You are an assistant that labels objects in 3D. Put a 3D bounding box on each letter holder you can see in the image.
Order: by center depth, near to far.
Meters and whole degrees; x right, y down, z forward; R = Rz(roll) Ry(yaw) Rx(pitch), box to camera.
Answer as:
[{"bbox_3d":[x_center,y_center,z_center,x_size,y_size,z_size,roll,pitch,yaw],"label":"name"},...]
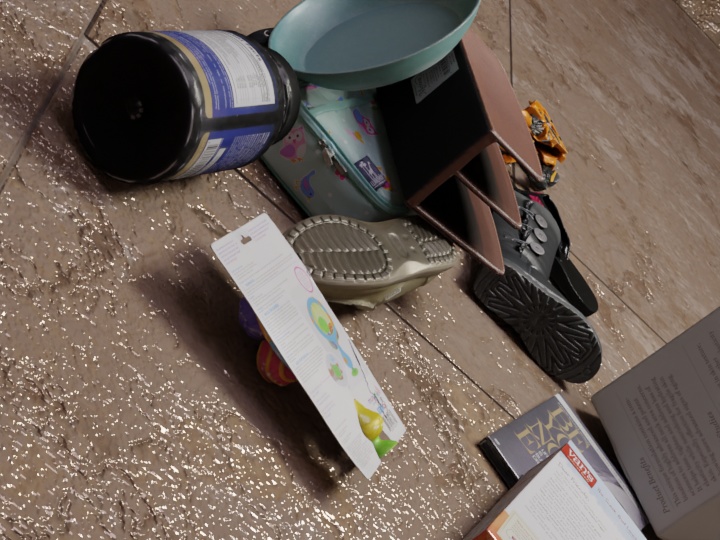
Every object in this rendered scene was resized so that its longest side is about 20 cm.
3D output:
[{"bbox_3d":[0.105,-0.112,1.445,0.142,0.100,0.201,38,25,-32],"label":"letter holder"}]

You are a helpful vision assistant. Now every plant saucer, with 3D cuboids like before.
[{"bbox_3d":[0.016,-0.212,1.430,0.201,0.197,0.036,-89,164,-56],"label":"plant saucer"}]

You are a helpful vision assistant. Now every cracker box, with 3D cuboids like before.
[{"bbox_3d":[0.157,0.233,1.269,0.134,0.058,0.200,52,30,5],"label":"cracker box"}]

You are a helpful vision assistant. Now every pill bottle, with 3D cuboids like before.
[{"bbox_3d":[-0.126,-0.130,1.249,0.112,0.112,0.200,53,24,8],"label":"pill bottle"}]

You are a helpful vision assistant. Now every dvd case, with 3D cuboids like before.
[{"bbox_3d":[0.190,0.192,1.449,0.149,0.016,0.200,54,24,10],"label":"dvd case"}]

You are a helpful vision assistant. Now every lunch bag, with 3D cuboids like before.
[{"bbox_3d":[-0.005,-0.105,1.463,0.161,0.077,0.200,53,24,6],"label":"lunch bag"}]

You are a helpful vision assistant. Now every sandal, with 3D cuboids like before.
[{"bbox_3d":[0.210,-0.042,1.780,0.201,0.045,0.075,54,25,8],"label":"sandal"}]

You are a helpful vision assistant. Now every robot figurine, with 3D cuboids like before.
[{"bbox_3d":[0.172,-0.172,1.883,0.199,0.058,0.146,21,38,-47],"label":"robot figurine"}]

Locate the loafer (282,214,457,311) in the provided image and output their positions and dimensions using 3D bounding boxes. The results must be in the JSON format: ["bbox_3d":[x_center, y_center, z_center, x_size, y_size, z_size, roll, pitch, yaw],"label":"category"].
[{"bbox_3d":[0.000,0.000,1.339,0.198,0.068,0.076,-3,53,-45],"label":"loafer"}]

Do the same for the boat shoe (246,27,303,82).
[{"bbox_3d":[-0.050,-0.208,1.539,0.063,0.074,0.199,59,30,6],"label":"boat shoe"}]

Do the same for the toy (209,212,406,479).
[{"bbox_3d":[-0.047,0.062,1.192,0.201,0.047,0.115,54,21,-1],"label":"toy"}]

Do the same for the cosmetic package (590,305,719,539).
[{"bbox_3d":[0.367,0.157,1.563,0.166,0.199,0.169,30,30,-48],"label":"cosmetic package"}]

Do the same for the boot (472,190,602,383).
[{"bbox_3d":[0.186,0.010,1.656,0.165,0.065,0.200,46,20,-13],"label":"boot"}]
